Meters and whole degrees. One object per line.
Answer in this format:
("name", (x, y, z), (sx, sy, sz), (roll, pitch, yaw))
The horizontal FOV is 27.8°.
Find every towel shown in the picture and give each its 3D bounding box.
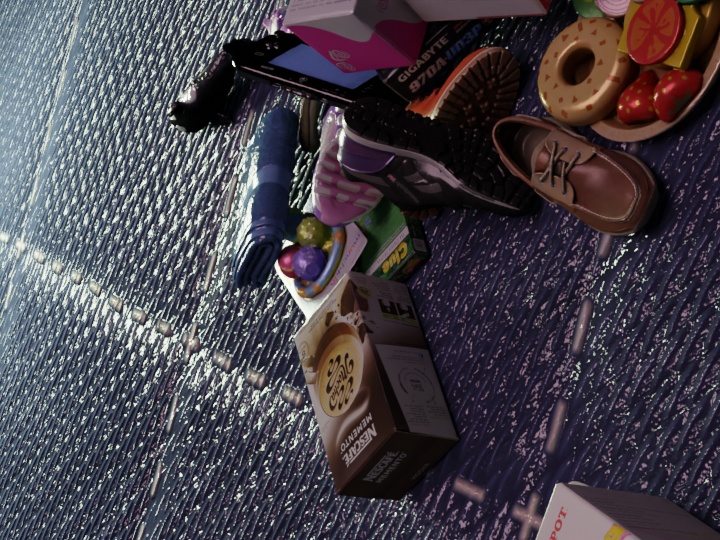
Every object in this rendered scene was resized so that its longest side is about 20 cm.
("towel", (-0.111, -0.086, 1.666), (0.112, 0.048, 0.200), (119, 161, -50))

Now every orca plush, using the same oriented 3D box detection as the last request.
("orca plush", (-0.183, -0.228, 1.910), (0.200, 0.071, 0.105), (-42, 3, 36))

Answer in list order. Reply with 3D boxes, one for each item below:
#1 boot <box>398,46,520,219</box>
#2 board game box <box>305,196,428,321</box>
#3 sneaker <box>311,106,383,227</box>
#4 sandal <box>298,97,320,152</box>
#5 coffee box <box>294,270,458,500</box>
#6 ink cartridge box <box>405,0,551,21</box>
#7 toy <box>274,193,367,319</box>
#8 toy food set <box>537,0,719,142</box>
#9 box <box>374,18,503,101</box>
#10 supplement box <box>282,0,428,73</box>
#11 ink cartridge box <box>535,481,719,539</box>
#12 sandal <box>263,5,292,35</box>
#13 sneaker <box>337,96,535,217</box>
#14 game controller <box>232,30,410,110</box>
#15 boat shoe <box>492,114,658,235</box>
("boot", (0.083, -0.159, 1.461), (0.200, 0.075, 0.107), (-55, 34, 32))
("board game box", (0.000, 0.000, 1.573), (0.200, 0.023, 0.105), (-47, 41, 39))
("sneaker", (-0.014, -0.123, 1.573), (0.088, 0.080, 0.201), (-44, 27, 52))
("sandal", (-0.039, -0.236, 1.684), (0.080, 0.057, 0.202), (-93, 8, -70))
("coffee box", (0.012, 0.116, 1.463), (0.113, 0.080, 0.200), (-51, 41, 34))
("ink cartridge box", (0.127, -0.341, 1.367), (0.145, 0.083, 0.200), (4, 66, 39))
("toy", (-0.062, -0.024, 1.613), (0.115, 0.047, 0.200), (-62, 22, 12))
("toy food set", (0.242, -0.209, 1.254), (0.200, 0.049, 0.198), (30, 104, 56))
("box", (0.084, -0.289, 1.471), (0.200, 0.046, 0.159), (-40, 45, 18))
("supplement box", (0.017, -0.307, 1.434), (0.103, 0.101, 0.200), (-1, 65, 43))
("ink cartridge box", (0.213, 0.250, 1.075), (0.200, 0.125, 0.129), (34, 108, 55))
("sandal", (-0.092, -0.278, 1.713), (0.203, 0.050, 0.083), (178, 101, -84))
("sneaker", (0.072, -0.092, 1.399), (0.076, 0.200, 0.088), (-54, -15, -40))
("game controller", (-0.036, -0.208, 1.530), (0.200, 0.104, 0.042), (20, 118, 27))
("boat shoe", (0.182, -0.087, 1.283), (0.200, 0.072, 0.076), (36, 110, 55))
